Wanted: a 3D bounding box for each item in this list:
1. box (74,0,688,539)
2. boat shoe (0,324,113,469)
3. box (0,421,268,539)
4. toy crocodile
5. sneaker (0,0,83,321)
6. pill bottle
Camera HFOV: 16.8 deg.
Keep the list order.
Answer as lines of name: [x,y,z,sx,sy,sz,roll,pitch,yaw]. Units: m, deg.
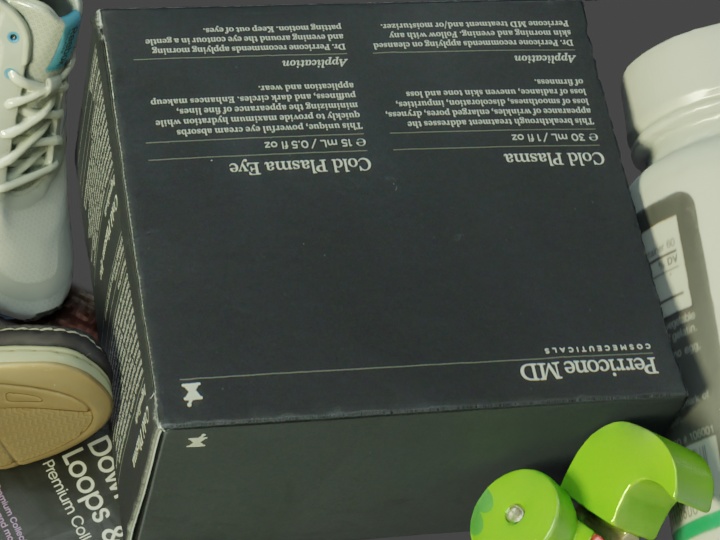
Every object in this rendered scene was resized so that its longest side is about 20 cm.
box: [0.000,0.000,0.930,0.198,0.104,0.183,-2,58,-14]
boat shoe: [-0.182,0.039,0.921,0.199,0.072,0.065,-10,50,24]
box: [-0.122,0.145,0.911,0.199,0.036,0.144,-25,66,-16]
toy crocodile: [0.052,0.139,0.878,0.200,0.067,0.062,-51,40,-3]
sneaker: [-0.140,-0.074,0.946,0.086,0.202,0.075,0,22,38]
pill bottle: [0.161,0.013,0.929,0.112,0.113,0.202,-6,73,-5]
